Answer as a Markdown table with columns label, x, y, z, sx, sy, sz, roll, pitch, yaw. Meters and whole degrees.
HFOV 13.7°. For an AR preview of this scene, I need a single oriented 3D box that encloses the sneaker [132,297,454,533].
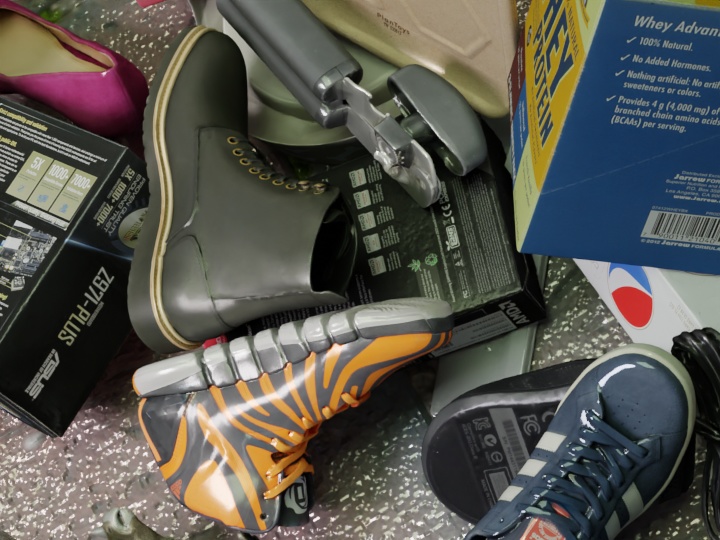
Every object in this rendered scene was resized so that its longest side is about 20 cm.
| label | x | y | z | sx | sy | sz | roll | pitch | yaw |
| --- | --- | --- | --- | --- | --- | --- | --- | --- | --- |
| sneaker | -0.027 | 0.084 | 1.692 | 0.200 | 0.078 | 0.112 | -17 | 88 | 26 |

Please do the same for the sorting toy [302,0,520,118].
| label | x | y | z | sx | sy | sz | roll | pitch | yaw |
| --- | --- | --- | --- | --- | --- | --- | --- | --- | --- |
| sorting toy | 0.017 | -0.193 | 1.699 | 0.185 | 0.200 | 0.036 | 31 | 63 | 23 |

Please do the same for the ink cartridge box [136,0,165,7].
| label | x | y | z | sx | sy | sz | roll | pitch | yaw |
| --- | --- | --- | --- | --- | --- | --- | --- | --- | --- |
| ink cartridge box | -0.071 | -0.253 | 1.785 | 0.200 | 0.146 | 0.085 | -16 | 60 | 13 |

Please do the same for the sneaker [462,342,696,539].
| label | x | y | z | sx | sy | sz | roll | pitch | yaw |
| --- | --- | --- | --- | --- | --- | --- | --- | --- | --- |
| sneaker | 0.109 | 0.128 | 1.599 | 0.075 | 0.085 | 0.200 | 34 | 118 | 7 |

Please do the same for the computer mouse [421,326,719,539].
| label | x | y | z | sx | sy | sz | roll | pitch | yaw |
| --- | --- | --- | --- | --- | --- | --- | --- | --- | --- |
| computer mouse | 0.132 | 0.096 | 1.659 | 0.200 | 0.139 | 0.053 | -7 | 20 | 26 |

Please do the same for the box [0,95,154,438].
| label | x | y | z | sx | sy | sz | roll | pitch | yaw |
| --- | --- | --- | --- | --- | --- | --- | --- | --- | --- |
| box | -0.222 | -0.013 | 1.809 | 0.200 | 0.086 | 0.164 | 22 | 76 | 42 |

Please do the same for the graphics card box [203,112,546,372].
| label | x | y | z | sx | sy | sz | roll | pitch | yaw |
| --- | --- | --- | --- | --- | --- | --- | --- | --- | --- |
| graphics card box | 0.000 | 0.000 | 1.762 | 0.200 | 0.051 | 0.126 | -22 | 61 | 15 |

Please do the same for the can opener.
| label | x | y | z | sx | sy | sz | roll | pitch | yaw |
| --- | --- | --- | --- | --- | --- | --- | --- | --- | --- |
| can opener | -0.005 | -0.118 | 1.751 | 0.067 | 0.053 | 0.200 | -32 | 64 | -18 |

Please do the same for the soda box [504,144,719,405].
| label | x | y | z | sx | sy | sz | roll | pitch | yaw |
| --- | --- | --- | --- | --- | --- | --- | --- | --- | --- |
| soda box | 0.164 | -0.020 | 1.694 | 0.068 | 0.064 | 0.200 | -18 | 55 | -26 |

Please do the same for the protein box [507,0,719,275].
| label | x | y | z | sx | sy | sz | roll | pitch | yaw |
| --- | --- | --- | --- | --- | --- | --- | --- | --- | --- |
| protein box | 0.197 | -0.112 | 1.605 | 0.198 | 0.200 | 0.135 | 6 | 48 | -8 |

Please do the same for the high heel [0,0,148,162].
| label | x | y | z | sx | sy | sz | roll | pitch | yaw |
| --- | --- | --- | --- | --- | --- | --- | --- | --- | --- |
| high heel | -0.206 | -0.145 | 1.870 | 0.200 | 0.096 | 0.067 | 32 | 64 | 23 |

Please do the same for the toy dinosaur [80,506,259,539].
| label | x | y | z | sx | sy | sz | roll | pitch | yaw |
| --- | --- | --- | --- | --- | --- | --- | --- | --- | --- |
| toy dinosaur | -0.075 | 0.215 | 1.697 | 0.102 | 0.077 | 0.200 | -36 | 65 | 17 |

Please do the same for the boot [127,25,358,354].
| label | x | y | z | sx | sy | sz | roll | pitch | yaw |
| --- | --- | --- | --- | --- | --- | --- | --- | --- | --- |
| boot | -0.053 | -0.055 | 1.718 | 0.138 | 0.077 | 0.200 | -12 | 66 | 36 |

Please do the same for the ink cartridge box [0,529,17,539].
| label | x | y | z | sx | sy | sz | roll | pitch | yaw |
| --- | --- | --- | --- | --- | --- | --- | --- | --- | --- |
| ink cartridge box | -0.160 | 0.259 | 1.654 | 0.084 | 0.145 | 0.200 | -38 | 60 | 2 |

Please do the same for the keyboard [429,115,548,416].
| label | x | y | z | sx | sy | sz | roll | pitch | yaw |
| --- | --- | --- | --- | --- | --- | --- | --- | --- | --- |
| keyboard | 0.083 | -0.006 | 1.764 | 0.056 | 0.011 | 0.200 | 0 | 67 | 26 |

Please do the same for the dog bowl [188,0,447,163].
| label | x | y | z | sx | sy | sz | roll | pitch | yaw |
| --- | --- | --- | --- | --- | --- | --- | --- | --- | --- |
| dog bowl | -0.011 | -0.156 | 1.837 | 0.200 | 0.059 | 0.200 | -8 | 65 | 16 |
